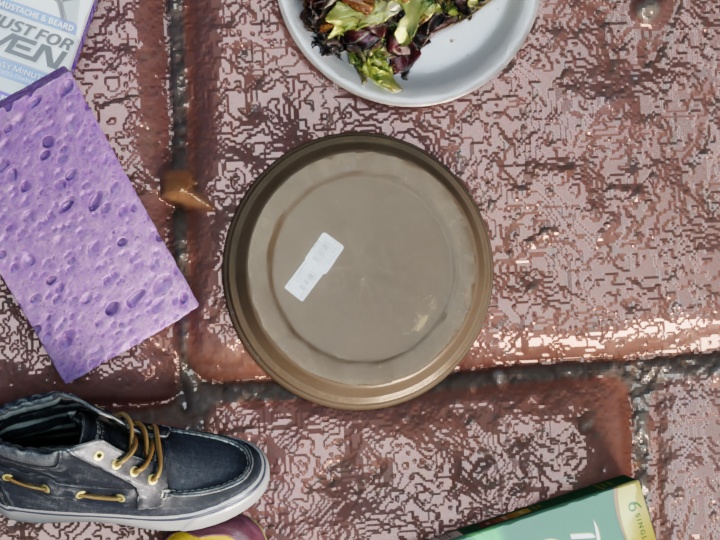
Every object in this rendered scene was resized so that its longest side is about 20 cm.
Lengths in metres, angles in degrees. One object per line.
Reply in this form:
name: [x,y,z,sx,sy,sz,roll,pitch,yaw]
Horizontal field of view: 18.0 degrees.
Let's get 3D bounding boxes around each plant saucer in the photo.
plant saucer: [0.000,0.000,1.635,0.198,0.029,0.202,0,88,-7]

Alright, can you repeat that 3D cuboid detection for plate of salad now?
plate of salad: [0.036,-0.219,1.640,0.198,0.048,0.202,0,88,-8]

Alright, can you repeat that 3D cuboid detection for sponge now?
sponge: [-0.205,-0.031,1.573,0.111,0.030,0.201,-30,113,-7]

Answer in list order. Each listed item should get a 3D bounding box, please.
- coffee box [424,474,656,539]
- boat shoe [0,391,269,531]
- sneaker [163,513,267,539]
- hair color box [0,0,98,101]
coffee box: [0.122,0.233,1.631,0.199,0.044,0.124,-16,89,-8]
boat shoe: [-0.160,0.130,1.567,0.199,0.091,0.071,-3,54,-7]
sneaker: [-0.149,0.237,1.573,0.199,0.090,0.075,-33,92,-7]
hair color box: [-0.239,-0.198,1.597,0.109,0.065,0.201,18,84,-6]
